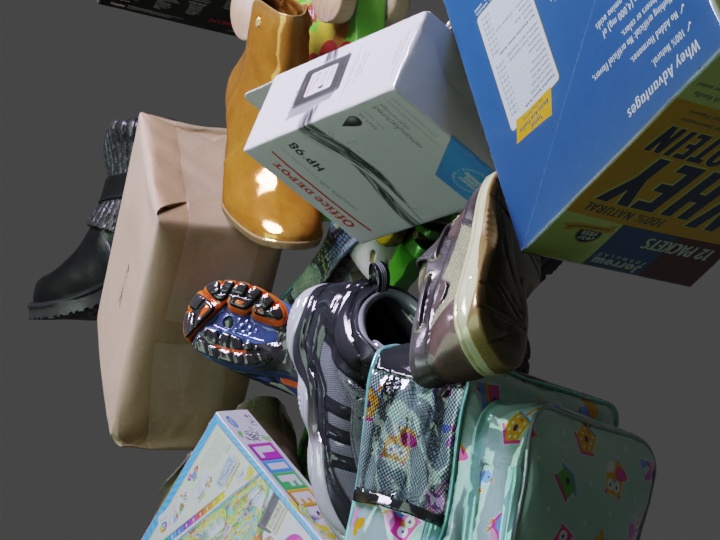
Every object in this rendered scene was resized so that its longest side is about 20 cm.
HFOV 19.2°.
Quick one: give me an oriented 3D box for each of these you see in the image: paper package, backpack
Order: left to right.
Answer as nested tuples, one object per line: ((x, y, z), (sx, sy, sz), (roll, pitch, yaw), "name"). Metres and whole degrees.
((-0.138, 0.007, 1.670), (0.191, 0.102, 0.201), (-110, 31, -59), "paper package")
((0.077, 0.160, 1.285), (0.153, 0.175, 0.202), (17, 88, 41), "backpack")

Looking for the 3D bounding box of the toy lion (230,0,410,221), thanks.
((-0.027, -0.134, 1.641), (0.199, 0.068, 0.194), (0, 89, 57), "toy lion")

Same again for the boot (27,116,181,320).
((-0.221, -0.041, 1.883), (0.210, 0.079, 0.159), (-16, 75, 43), "boot")

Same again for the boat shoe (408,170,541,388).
((0.063, 0.002, 1.247), (0.064, 0.074, 0.200), (-21, 19, 19), "boat shoe")

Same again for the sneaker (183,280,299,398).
((-0.027, 0.063, 1.528), (0.199, 0.078, 0.076), (24, 82, 20), "sneaker")

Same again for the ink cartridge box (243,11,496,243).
((0.008, -0.085, 1.399), (0.199, 0.116, 0.067), (-18, 43, 49), "ink cartridge box")

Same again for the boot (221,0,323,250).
((-0.062, -0.116, 1.556), (0.202, 0.070, 0.145), (-116, 33, -58), "boot")

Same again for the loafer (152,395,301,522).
((-0.096, 0.154, 1.612), (0.200, 0.076, 0.068), (-37, 37, 52), "loafer")

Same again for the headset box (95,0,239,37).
((-0.118, -0.299, 1.735), (0.201, 0.148, 0.075), (-57, 40, 33), "headset box")

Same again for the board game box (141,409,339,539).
((-0.098, 0.218, 1.508), (0.135, 0.034, 0.201), (47, 119, 30), "board game box")

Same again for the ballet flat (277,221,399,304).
((0.000, 0.000, 1.561), (0.200, 0.074, 0.075), (-56, 40, 39), "ballet flat")

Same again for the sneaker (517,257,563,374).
((0.083, -0.004, 1.422), (0.091, 0.075, 0.202), (42, 116, 57), "sneaker")

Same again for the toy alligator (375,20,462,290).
((0.057, -0.073, 1.489), (0.054, 0.059, 0.202), (23, 101, 53), "toy alligator")

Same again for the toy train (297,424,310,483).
((-0.042, 0.169, 1.597), (0.202, 0.041, 0.056), (-70, 24, 15), "toy train")

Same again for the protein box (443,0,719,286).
((0.175, -0.135, 1.256), (0.199, 0.134, 0.201), (-48, 45, 40), "protein box")

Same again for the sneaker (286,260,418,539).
((0.014, 0.095, 1.408), (0.114, 0.075, 0.202), (-32, 70, 57), "sneaker")
